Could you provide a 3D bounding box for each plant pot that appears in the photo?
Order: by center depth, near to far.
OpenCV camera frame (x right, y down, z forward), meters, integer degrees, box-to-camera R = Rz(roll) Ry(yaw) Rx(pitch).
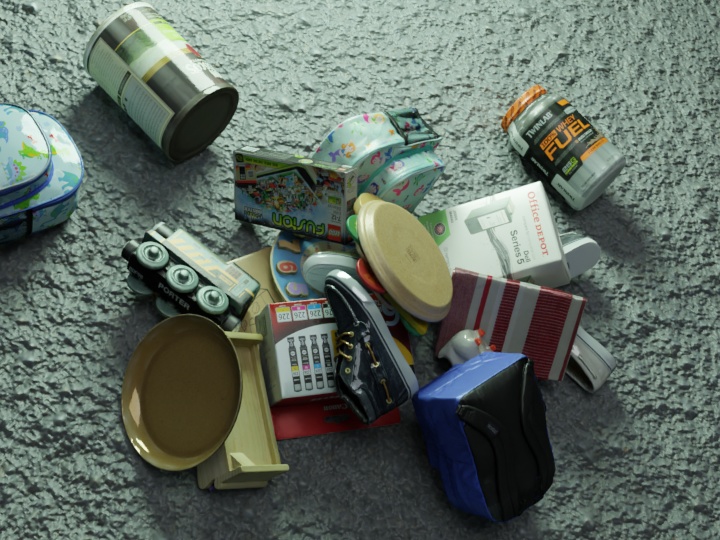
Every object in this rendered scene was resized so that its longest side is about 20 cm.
[{"bbox_3d":[-0.227,0.158,1.446,0.027,0.199,0.202,22,41,-56],"label":"plant pot"}]

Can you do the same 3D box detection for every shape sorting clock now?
[{"bbox_3d":[-0.040,0.001,1.655,0.198,0.039,0.202,16,51,-21],"label":"shape sorting clock"}]

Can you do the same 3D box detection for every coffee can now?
[{"bbox_3d":[-0.304,-0.287,1.698,0.200,0.147,0.146,44,56,12],"label":"coffee can"}]

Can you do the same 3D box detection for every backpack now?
[{"bbox_3d":[0.171,0.229,1.523,0.162,0.167,0.202,-26,103,-28],"label":"backpack"},{"bbox_3d":[-0.490,-0.137,1.545,0.199,0.147,0.184,-20,69,-31],"label":"backpack"},{"bbox_3d":[0.017,-0.151,1.683,0.199,0.178,0.151,-9,57,-45],"label":"backpack"}]

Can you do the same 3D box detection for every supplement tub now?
[{"bbox_3d":[0.338,-0.209,1.874,0.122,0.123,0.200,-35,74,-32],"label":"supplement tub"}]

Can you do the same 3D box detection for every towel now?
[{"bbox_3d":[0.217,0.080,1.632,0.198,0.145,0.023,12,25,0],"label":"towel"}]

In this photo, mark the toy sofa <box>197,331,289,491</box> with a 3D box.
[{"bbox_3d":[-0.170,0.188,1.481,0.082,0.097,0.202,7,61,-43],"label":"toy sofa"}]

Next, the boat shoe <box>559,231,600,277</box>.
[{"bbox_3d":[0.281,-0.012,1.769,0.198,0.072,0.068,-23,33,-14],"label":"boat shoe"}]

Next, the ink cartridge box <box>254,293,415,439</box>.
[{"bbox_3d":[-0.031,0.131,1.539,0.198,0.084,0.178,-5,76,-21],"label":"ink cartridge box"}]

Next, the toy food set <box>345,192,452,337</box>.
[{"bbox_3d":[0.055,-0.012,1.547,0.200,0.048,0.199,47,29,-16],"label":"toy food set"}]

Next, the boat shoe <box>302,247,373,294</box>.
[{"bbox_3d":[0.000,0.000,1.619,0.198,0.072,0.063,12,48,-34],"label":"boat shoe"}]

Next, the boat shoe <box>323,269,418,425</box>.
[{"bbox_3d":[-0.008,0.101,1.470,0.091,0.071,0.201,-32,89,-26],"label":"boat shoe"}]

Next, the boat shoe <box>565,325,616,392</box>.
[{"bbox_3d":[0.288,0.113,1.694,0.202,0.075,0.086,42,65,2],"label":"boat shoe"}]

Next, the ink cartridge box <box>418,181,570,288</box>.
[{"bbox_3d":[0.202,-0.031,1.685,0.198,0.084,0.147,-17,59,12],"label":"ink cartridge box"}]

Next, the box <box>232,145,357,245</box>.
[{"bbox_3d":[-0.096,-0.111,1.625,0.198,0.111,0.035,13,24,29],"label":"box"}]

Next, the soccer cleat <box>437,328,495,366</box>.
[{"bbox_3d":[0.193,0.176,1.626,0.201,0.077,0.069,54,28,-3],"label":"soccer cleat"}]

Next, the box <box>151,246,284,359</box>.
[{"bbox_3d":[-0.176,0.064,1.595,0.199,0.021,0.164,-20,68,-29],"label":"box"}]

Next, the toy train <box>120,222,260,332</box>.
[{"bbox_3d":[-0.235,0.012,1.550,0.199,0.086,0.114,36,42,8],"label":"toy train"}]
